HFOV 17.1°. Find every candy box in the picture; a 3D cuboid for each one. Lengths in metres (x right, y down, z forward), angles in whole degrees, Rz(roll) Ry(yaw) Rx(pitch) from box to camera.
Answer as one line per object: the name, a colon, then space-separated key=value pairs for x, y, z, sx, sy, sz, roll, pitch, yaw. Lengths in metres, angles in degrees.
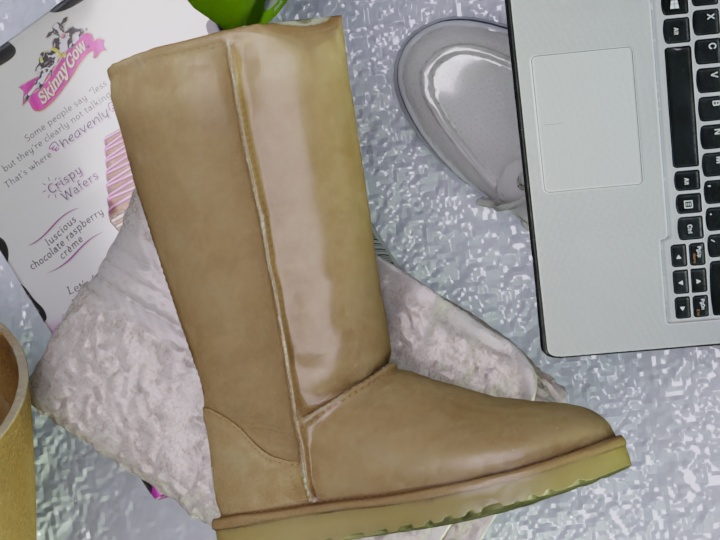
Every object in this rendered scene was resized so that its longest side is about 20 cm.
candy box: x=-0.079 y=-0.023 z=1.026 sx=0.136 sy=0.061 sz=0.201 roll=-33 pitch=84 yaw=9

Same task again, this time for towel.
towel: x=-0.028 y=0.049 z=0.968 sx=0.199 sy=0.034 sz=0.133 roll=31 pitch=95 yaw=9

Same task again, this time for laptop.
laptop: x=0.156 y=-0.032 z=0.852 sx=0.198 sy=0.116 sz=0.189 roll=-5 pitch=118 yaw=6

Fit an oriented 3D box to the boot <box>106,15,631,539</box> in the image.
boot: x=0.000 y=0.000 z=0.913 sx=0.174 sy=0.066 sz=0.202 roll=-12 pitch=86 yaw=11

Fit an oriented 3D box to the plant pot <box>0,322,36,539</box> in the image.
plant pot: x=-0.208 y=0.141 z=0.994 sx=0.185 sy=0.187 sz=0.201 roll=-3 pitch=120 yaw=12

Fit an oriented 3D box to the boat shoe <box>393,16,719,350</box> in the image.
boat shoe: x=0.092 y=-0.035 z=0.976 sx=0.202 sy=0.086 sz=0.075 roll=41 pitch=98 yaw=9

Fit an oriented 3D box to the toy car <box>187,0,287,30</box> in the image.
toy car: x=-0.047 y=-0.225 z=0.974 sx=0.164 sy=0.158 sz=0.200 roll=36 pitch=52 yaw=8
